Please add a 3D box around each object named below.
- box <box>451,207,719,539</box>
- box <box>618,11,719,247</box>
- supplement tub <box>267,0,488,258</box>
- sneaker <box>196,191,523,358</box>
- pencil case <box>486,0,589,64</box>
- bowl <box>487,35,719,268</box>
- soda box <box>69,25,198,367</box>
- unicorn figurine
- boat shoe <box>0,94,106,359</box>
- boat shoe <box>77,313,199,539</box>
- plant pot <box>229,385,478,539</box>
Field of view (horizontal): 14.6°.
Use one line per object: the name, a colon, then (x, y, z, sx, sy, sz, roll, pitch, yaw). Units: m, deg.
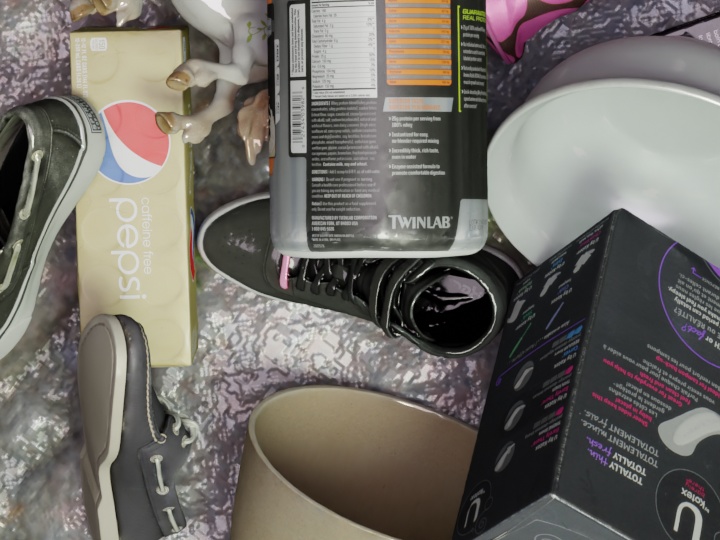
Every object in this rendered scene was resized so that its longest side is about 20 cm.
box: (0.142, 0.088, 1.565, 0.122, 0.200, 0.106, 31, 141, -18)
box: (0.251, -0.091, 1.670, 0.200, 0.036, 0.143, -18, 98, 4)
supplement tub: (0.009, -0.107, 1.553, 0.122, 0.123, 0.200, 0, 91, 0)
sneaker: (0.000, 0.000, 1.650, 0.200, 0.099, 0.071, 13, 99, 0)
pencil case: (0.151, -0.197, 1.633, 0.200, 0.094, 0.091, -26, 52, 4)
bowl: (0.175, -0.069, 1.590, 0.201, 0.201, 0.090, 19, 55, -2)
soda box: (-0.133, -0.044, 1.663, 0.068, 0.064, 0.200, -1, 97, 0)
unicorn figurine: (-0.092, -0.166, 1.602, 0.137, 0.074, 0.200, -39, 107, -31)
boat shoe: (-0.219, -0.019, 1.637, 0.071, 0.064, 0.200, 43, 121, 25)
boat shoe: (-0.128, 0.093, 1.643, 0.063, 0.073, 0.200, -10, 139, -15)
plant pot: (-0.007, 0.199, 1.650, 0.187, 0.187, 0.200, 19, 111, -2)
